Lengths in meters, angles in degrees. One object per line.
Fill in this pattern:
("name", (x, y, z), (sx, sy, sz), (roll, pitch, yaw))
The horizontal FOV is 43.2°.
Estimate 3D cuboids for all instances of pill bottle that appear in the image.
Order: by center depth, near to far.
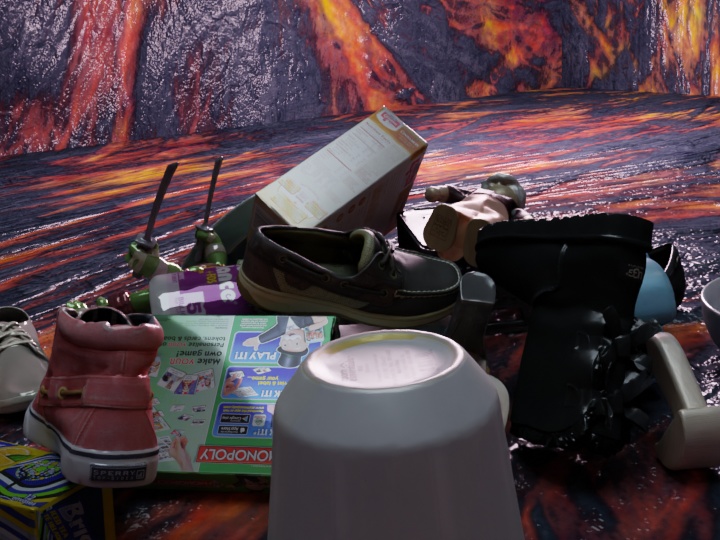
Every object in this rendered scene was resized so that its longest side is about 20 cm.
("pill bottle", (-0.084, 0.047, 0.810), (0.196, 0.115, 0.112), (-8, 16, -13))

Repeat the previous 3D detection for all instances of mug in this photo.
("mug", (0.003, 0.115, 0.480), (0.184, 0.156, 0.148), (10, 21, 41))

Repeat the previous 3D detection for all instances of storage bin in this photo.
("storage bin", (0.118, -0.007, 0.993), (0.132, 0.096, 0.200), (-5, 15, -6))

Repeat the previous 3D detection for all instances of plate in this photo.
("plate", (-0.120, -0.031, 1.060), (0.199, 0.201, 0.026), (-21, 66, -45))

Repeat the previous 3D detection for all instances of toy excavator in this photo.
("toy excavator", (0.211, 0.055, 0.711), (0.098, 0.198, 0.200), (-4, -12, -4))

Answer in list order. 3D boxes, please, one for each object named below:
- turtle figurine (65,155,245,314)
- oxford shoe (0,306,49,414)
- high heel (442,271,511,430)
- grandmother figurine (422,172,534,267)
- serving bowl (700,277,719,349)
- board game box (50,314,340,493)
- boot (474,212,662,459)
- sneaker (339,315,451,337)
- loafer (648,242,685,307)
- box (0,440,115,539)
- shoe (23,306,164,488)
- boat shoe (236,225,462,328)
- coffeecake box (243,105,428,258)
("turtle figurine", (-0.197, -0.012, 0.903), (0.191, 0.202, 0.145), (-25, 28, 10))
("oxford shoe", (-0.329, 0.081, 0.853), (0.074, 0.059, 0.199), (-8, 18, -24))
("high heel", (0.065, 0.120, 0.667), (0.070, 0.144, 0.202), (13, 52, 5))
("grandmother figurine", (0.120, -0.056, 0.899), (0.120, 0.061, 0.200), (31, 24, 14))
("serving bowl", (0.388, 0.055, 0.761), (0.196, 0.067, 0.200), (-4, 16, 1))
("board game box", (-0.120, 0.095, 0.677), (0.196, 0.029, 0.136), (0, 53, 11))
("boot", (0.140, 0.047, 0.683), (0.072, 0.166, 0.197), (13, -8, -26))
("sneaker", (0.018, 0.089, 0.761), (0.197, 0.075, 0.082), (-8, 45, -31))
("loafer", (0.260, 0.020, 0.903), (0.067, 0.072, 0.199), (11, 22, 44))
("box", (-0.248, 0.148, 0.570), (0.197, 0.072, 0.064), (5, 13, 27))
("shoe", (-0.167, 0.068, 0.575), (0.070, 0.093, 0.199), (6, -1, -26))
("boat shoe", (-0.001, -0.001, 0.749), (0.197, 0.067, 0.072), (4, 41, -17))
("coffeecake box", (-0.030, -0.065, 1.001), (0.073, 0.154, 0.199), (42, 57, 16))
